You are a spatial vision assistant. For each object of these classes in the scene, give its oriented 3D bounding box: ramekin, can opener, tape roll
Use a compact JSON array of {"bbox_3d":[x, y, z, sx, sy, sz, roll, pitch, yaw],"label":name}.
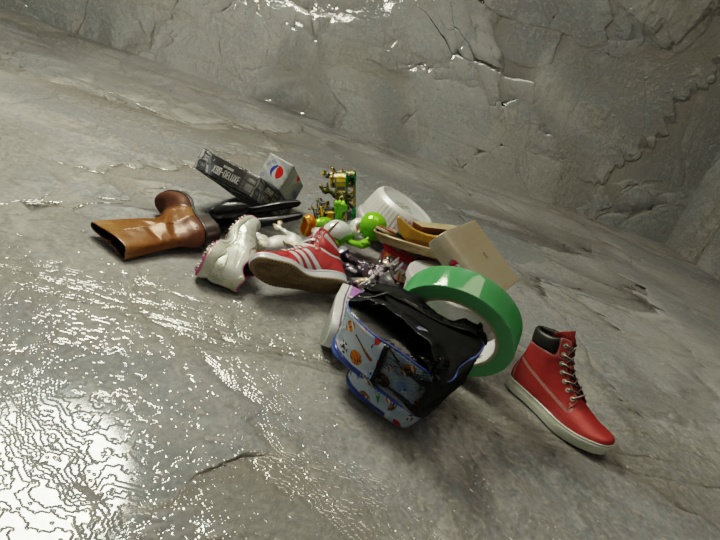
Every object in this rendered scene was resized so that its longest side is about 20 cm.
[{"bbox_3d":[0.166,0.069,1.062,0.201,0.095,0.203,18,20,-7],"label":"ramekin"},{"bbox_3d":[-0.216,-0.114,1.169,0.198,0.064,0.079,-5,11,-24],"label":"can opener"},{"bbox_3d":[0.095,-0.131,1.434,0.201,0.094,0.203,32,22,-14],"label":"ramekin"},{"bbox_3d":[0.153,0.084,0.889,0.199,0.201,0.048,25,49,11],"label":"tape roll"}]

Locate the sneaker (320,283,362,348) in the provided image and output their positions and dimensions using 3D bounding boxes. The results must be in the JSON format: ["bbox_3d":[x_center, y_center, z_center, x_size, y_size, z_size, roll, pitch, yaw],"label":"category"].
[{"bbox_3d":[0.002,0.083,0.931,0.114,0.073,0.201,24,21,1],"label":"sneaker"}]

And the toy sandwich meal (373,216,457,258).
[{"bbox_3d":[0.127,-0.075,1.167,0.203,0.071,0.205,15,8,-2],"label":"toy sandwich meal"}]

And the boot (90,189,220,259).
[{"bbox_3d":[-0.388,-0.084,1.017,0.188,0.069,0.199,41,35,26],"label":"boot"}]

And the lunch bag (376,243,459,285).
[{"bbox_3d":[0.136,-0.018,1.294,0.176,0.083,0.199,30,23,34],"label":"lunch bag"}]

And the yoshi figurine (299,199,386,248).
[{"bbox_3d":[-0.024,-0.093,1.235,0.199,0.113,0.112,-7,23,-31],"label":"yoshi figurine"}]

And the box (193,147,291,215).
[{"bbox_3d":[-0.259,-0.188,1.264,0.157,0.050,0.200,28,-4,19],"label":"box"}]

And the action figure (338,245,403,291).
[{"bbox_3d":[0.000,0.000,1.102,0.130,0.070,0.199,-24,35,-37],"label":"action figure"}]

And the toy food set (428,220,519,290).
[{"bbox_3d":[0.208,-0.010,1.030,0.144,0.060,0.200,55,31,8],"label":"toy food set"}]

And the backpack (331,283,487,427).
[{"bbox_3d":[0.058,0.111,0.801,0.190,0.155,0.200,39,23,20],"label":"backpack"}]

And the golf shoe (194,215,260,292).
[{"bbox_3d":[-0.215,-0.029,0.999,0.091,0.075,0.200,33,35,-4],"label":"golf shoe"}]

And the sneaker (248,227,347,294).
[{"bbox_3d":[-0.114,-0.029,1.007,0.199,0.071,0.113,16,51,-39],"label":"sneaker"}]

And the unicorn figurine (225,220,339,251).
[{"bbox_3d":[-0.155,-0.059,1.119,0.199,0.074,0.137,-22,36,-21],"label":"unicorn figurine"}]

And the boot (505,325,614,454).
[{"bbox_3d":[0.341,0.182,0.901,0.072,0.145,0.200,2,29,-43],"label":"boot"}]

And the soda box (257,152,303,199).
[{"bbox_3d":[-0.187,-0.210,1.330,0.063,0.069,0.200,29,-4,3],"label":"soda box"}]

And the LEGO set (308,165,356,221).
[{"bbox_3d":[-0.078,-0.181,1.374,0.115,0.155,0.200,1,19,7],"label":"LEGO set"}]
